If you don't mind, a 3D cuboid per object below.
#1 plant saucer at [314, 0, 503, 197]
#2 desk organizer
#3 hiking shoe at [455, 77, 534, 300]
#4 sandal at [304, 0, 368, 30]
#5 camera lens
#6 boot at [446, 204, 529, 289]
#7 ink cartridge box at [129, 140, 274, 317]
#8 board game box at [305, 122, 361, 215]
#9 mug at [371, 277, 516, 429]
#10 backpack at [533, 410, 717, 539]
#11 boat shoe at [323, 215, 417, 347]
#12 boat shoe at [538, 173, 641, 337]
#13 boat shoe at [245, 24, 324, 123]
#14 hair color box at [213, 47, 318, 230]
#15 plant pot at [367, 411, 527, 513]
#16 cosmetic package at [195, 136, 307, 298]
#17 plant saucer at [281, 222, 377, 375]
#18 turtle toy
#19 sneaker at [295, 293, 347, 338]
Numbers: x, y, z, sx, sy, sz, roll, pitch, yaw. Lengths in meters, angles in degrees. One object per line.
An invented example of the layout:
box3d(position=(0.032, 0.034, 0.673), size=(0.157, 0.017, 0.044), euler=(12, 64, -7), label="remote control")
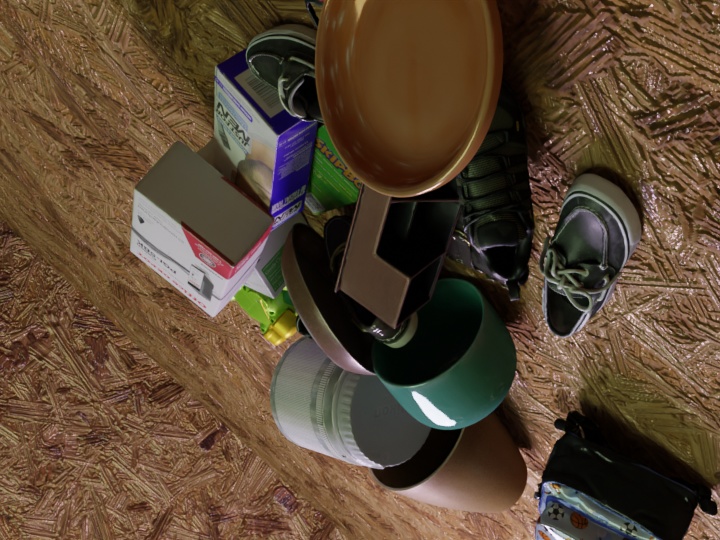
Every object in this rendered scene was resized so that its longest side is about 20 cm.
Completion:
box3d(position=(0.038, -0.159, 0.734), size=(0.199, 0.037, 0.204), euler=(13, 107, 48), label="plant saucer")
box3d(position=(0.043, -0.049, 0.906), size=(0.077, 0.071, 0.202), euler=(34, 133, 22), label="desk organizer")
box3d(position=(0.112, -0.071, 0.785), size=(0.102, 0.075, 0.201), euler=(-97, -14, -46), label="hiking shoe")
box3d(position=(-0.006, -0.215, 0.818), size=(0.200, 0.045, 0.075), euler=(42, 160, 0), label="sandal")
box3d(position=(-0.016, 0.170, 1.283), size=(0.199, 0.161, 0.161), euler=(3, 138, 53), label="camera lens")
box3d(position=(0.095, -0.022, 0.983), size=(0.173, 0.069, 0.201), euler=(30, 154, 30), label="boot")
box3d(position=(-0.196, -0.042, 1.151), size=(0.146, 0.083, 0.200), euler=(38, 156, 1), label="ink cartridge box")
box3d(position=(-0.037, -0.117, 1.091), size=(0.096, 0.030, 0.199), euler=(50, 161, -14), label="board game box")
box3d(position=(0.101, 0.094, 1.111), size=(0.115, 0.151, 0.186), euler=(50, -162, -33), label="mug")
box3d(position=(0.296, 0.290, 1.145), size=(0.198, 0.155, 0.191), euler=(30, 167, 20), label="backpack")
box3d(position=(0.000, 0.000, 1.109), size=(0.060, 0.072, 0.202), euler=(25, -155, -45), label="boat shoe")
box3d(position=(0.191, -0.004, 0.846), size=(0.073, 0.068, 0.200), euler=(34, 158, 17), label="boat shoe")
box3d(position=(-0.047, -0.180, 0.913), size=(0.198, 0.071, 0.073), euler=(22, 145, 36), label="boat shoe")
box3d(position=(-0.110, -0.142, 1.071), size=(0.110, 0.064, 0.201), euler=(48, 157, 16), label="hair color box")
box3d(position=(0.139, 0.257, 1.337), size=(0.199, 0.188, 0.185), euler=(37, 164, -31), label="plant pot")
box3d(position=(-0.148, -0.074, 1.264), size=(0.084, 0.108, 0.201), euler=(22, 153, 39), label="cosmetic package")
box3d(position=(-0.036, 0.039, 1.123), size=(0.201, 0.034, 0.201), euler=(54, -166, -20), label="plant saucer")
box3d(position=(-0.133, 0.022, 1.431), size=(0.146, 0.101, 0.200), euler=(43, 159, -4), label="turtle toy")
box3d(position=(-0.056, 0.046, 1.310), size=(0.079, 0.089, 0.200), euler=(55, 177, -5), label="sneaker")
